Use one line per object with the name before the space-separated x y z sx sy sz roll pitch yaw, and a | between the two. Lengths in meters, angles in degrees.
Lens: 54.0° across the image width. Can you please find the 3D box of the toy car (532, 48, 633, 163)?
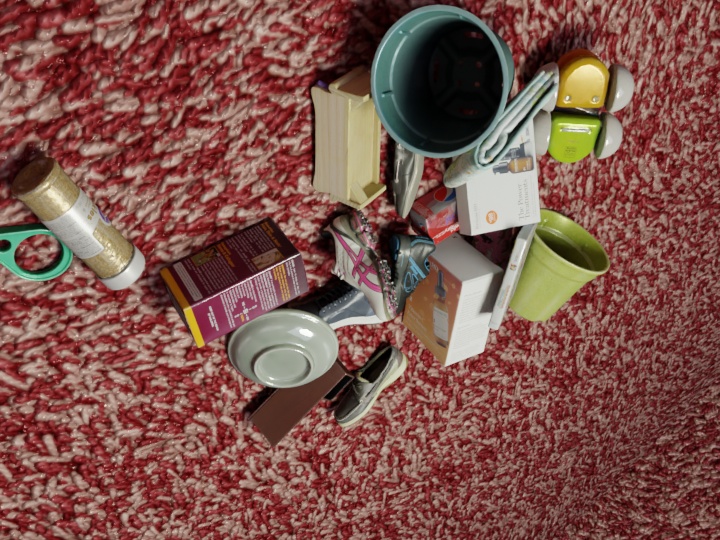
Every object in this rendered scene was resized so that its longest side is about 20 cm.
toy car | 0.393 -0.306 1.303 0.172 0.151 0.203 2 123 2

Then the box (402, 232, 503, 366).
box | 0.178 0.055 1.396 0.105 0.152 0.203 -15 129 -29

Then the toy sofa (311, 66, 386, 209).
toy sofa | -0.015 -0.208 1.109 0.083 0.096 0.203 -41 144 -42

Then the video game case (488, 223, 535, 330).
video game case | 0.298 -0.005 1.357 0.200 0.023 0.185 -42 148 -62

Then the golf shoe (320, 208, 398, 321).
golf shoe | 0.000 0.000 1.195 0.091 0.203 0.073 -26 161 10

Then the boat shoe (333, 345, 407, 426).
boat shoe | 0.011 0.234 1.468 0.201 0.072 0.066 -45 128 -2

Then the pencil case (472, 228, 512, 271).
pencil case | 0.272 -0.059 1.439 0.083 0.085 0.202 -61 156 -47

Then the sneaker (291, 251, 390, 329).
sneaker | -0.036 0.029 1.266 0.199 0.077 0.148 -8 121 -29

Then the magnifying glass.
magnifying glass | -0.470 -0.036 0.911 0.198 0.022 0.080 20 108 -44

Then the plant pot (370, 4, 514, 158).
plant pot | 0.140 -0.286 1.051 0.196 0.198 0.203 -40 153 -61

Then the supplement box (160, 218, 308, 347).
supplement box | -0.194 0.016 1.102 0.198 0.110 0.087 -27 135 -19

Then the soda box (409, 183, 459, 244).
soda box | 0.188 -0.132 1.327 0.198 0.063 0.071 -32 134 -14

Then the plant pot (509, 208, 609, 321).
plant pot | 0.399 0.002 1.524 0.198 0.202 0.186 -1 134 -37

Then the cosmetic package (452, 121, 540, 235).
cosmetic package | 0.243 -0.176 1.271 0.148 0.052 0.204 -11 101 -17

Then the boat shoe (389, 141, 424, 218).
boat shoe | 0.077 -0.187 1.214 0.067 0.056 0.202 -53 158 -51

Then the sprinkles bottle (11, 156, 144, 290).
sprinkles bottle | -0.369 -0.057 0.938 0.068 0.068 0.201 -38 137 -7

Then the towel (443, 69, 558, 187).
towel | 0.225 -0.221 1.138 0.200 0.048 0.171 -47 -179 -9

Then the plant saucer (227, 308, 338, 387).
plant saucer | -0.135 0.153 1.238 0.196 0.051 0.202 -4 132 -4

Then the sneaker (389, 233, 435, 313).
sneaker | 0.090 0.014 1.325 0.080 0.074 0.202 -3 140 -11

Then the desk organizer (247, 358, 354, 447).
desk organizer | -0.111 0.242 1.350 0.200 0.077 0.072 -45 160 -1
